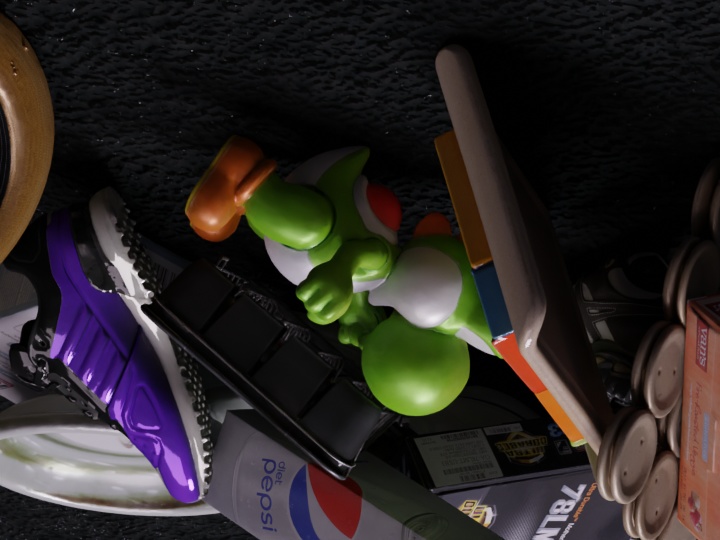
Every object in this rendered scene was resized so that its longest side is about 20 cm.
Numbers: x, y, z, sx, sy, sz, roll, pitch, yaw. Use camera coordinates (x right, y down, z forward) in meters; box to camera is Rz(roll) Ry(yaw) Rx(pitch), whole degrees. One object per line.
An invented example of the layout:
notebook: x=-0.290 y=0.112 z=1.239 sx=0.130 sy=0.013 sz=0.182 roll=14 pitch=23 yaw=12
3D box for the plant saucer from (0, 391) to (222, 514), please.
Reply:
plant saucer: x=-0.158 y=0.112 z=1.599 sx=0.200 sy=0.050 sz=0.200 roll=4 pitch=159 yaw=2

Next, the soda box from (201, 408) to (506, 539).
soda box: x=-0.003 y=0.153 z=1.465 sx=0.200 sy=0.063 sz=0.068 roll=30 pitch=-161 yaw=36

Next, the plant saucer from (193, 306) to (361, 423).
plant saucer: x=-0.056 y=0.088 z=1.651 sx=0.200 sy=0.050 sz=0.200 roll=10 pitch=154 yaw=5

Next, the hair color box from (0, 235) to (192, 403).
hair color box: x=-0.195 y=0.029 z=1.583 sx=0.099 sy=0.061 sz=0.200 roll=31 pitch=148 yaw=-32

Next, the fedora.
fedora: x=-0.262 y=-0.069 z=1.327 sx=0.082 sy=0.201 sz=0.201 roll=33 pitch=172 yaw=41

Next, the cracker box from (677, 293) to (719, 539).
cracker box: x=0.269 y=0.068 z=1.282 sx=0.200 sy=0.058 sz=0.134 roll=-10 pitch=117 yaw=-19

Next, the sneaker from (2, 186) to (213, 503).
sneaker: x=-0.157 y=0.055 z=1.458 sx=0.099 sy=0.200 sz=0.070 roll=-20 pitch=-166 yaw=3

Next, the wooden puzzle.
wooden puzzle: x=0.086 y=0.005 z=1.269 sx=0.037 sy=0.185 sz=0.200 roll=-20 pitch=145 yaw=8

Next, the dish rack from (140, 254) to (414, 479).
dish rack: x=-0.040 y=0.056 z=1.452 sx=0.153 sy=0.055 sz=0.200 roll=41 pitch=-177 yaw=9

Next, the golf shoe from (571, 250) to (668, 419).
golf shoe: x=0.145 y=0.031 z=1.423 sx=0.078 sy=0.095 sz=0.200 roll=32 pitch=174 yaw=-34

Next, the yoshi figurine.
yoshi figurine: x=-0.007 y=0.013 z=1.356 sx=0.200 sy=0.112 sz=0.112 roll=29 pitch=134 yaw=2

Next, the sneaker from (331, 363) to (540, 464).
sneaker: x=0.044 y=0.116 z=1.594 sx=0.200 sy=0.071 sz=0.073 roll=13 pitch=125 yaw=-27

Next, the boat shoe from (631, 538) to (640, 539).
boat shoe: x=0.182 y=0.193 z=1.729 sx=0.200 sy=0.071 sz=0.072 roll=8 pitch=154 yaw=11

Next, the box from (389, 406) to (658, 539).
box: x=0.092 y=0.169 z=1.597 sx=0.198 sy=0.050 sz=0.200 roll=-4 pitch=144 yaw=-26

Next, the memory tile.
memory tile: x=0.180 y=0.052 z=1.300 sx=0.017 sy=0.200 sz=0.153 roll=14 pitch=159 yaw=28
